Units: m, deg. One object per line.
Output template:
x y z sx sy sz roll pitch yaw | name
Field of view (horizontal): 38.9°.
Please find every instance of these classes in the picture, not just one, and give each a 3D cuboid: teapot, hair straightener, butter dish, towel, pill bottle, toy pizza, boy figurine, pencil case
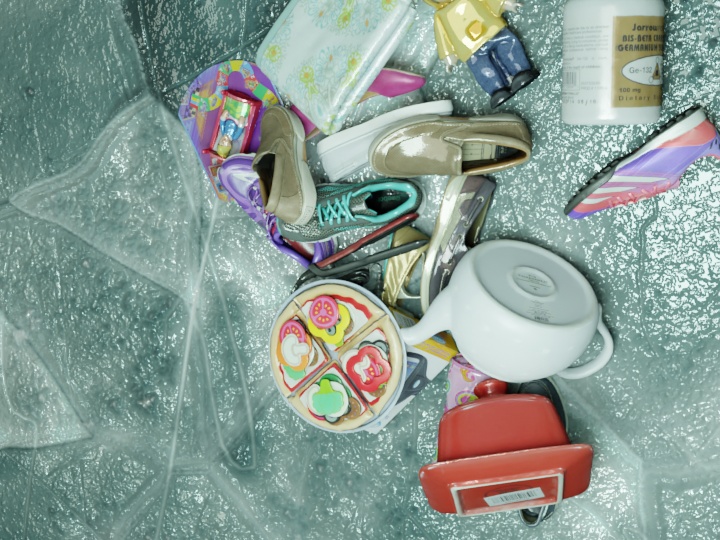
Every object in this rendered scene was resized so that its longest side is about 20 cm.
0.190 0.068 1.253 0.200 0.197 0.146 39 131 25 | teapot
0.000 0.000 1.314 0.200 0.041 0.077 -25 84 15 | hair straightener
0.168 0.201 1.227 0.199 0.200 0.148 -10 60 5 | butter dish
-0.034 -0.297 1.290 0.200 0.048 0.171 -54 53 17 | towel
0.290 -0.270 1.171 0.114 0.114 0.201 3 101 21 | pill bottle
-0.036 0.112 1.304 0.200 0.032 0.201 3 98 25 | toy pizza
0.142 -0.303 1.253 0.124 0.064 0.200 -33 91 26 | boy figurine
0.138 0.209 1.343 0.087 0.087 0.201 16 107 18 | pencil case

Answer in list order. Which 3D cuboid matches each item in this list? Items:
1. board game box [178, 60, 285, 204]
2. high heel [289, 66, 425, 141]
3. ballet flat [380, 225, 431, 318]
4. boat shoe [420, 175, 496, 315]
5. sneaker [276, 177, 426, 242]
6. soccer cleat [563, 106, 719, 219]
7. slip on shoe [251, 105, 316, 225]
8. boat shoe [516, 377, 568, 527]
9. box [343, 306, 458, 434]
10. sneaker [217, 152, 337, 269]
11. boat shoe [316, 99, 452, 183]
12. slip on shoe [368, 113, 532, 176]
-0.175 -0.190 1.412 0.158 0.039 0.200 -24 92 24 | board game box
-0.007 -0.212 1.321 0.200 0.067 0.096 3 92 26 | high heel
0.049 0.041 1.355 0.063 0.069 0.200 17 107 10 | ballet flat
0.127 -0.028 1.309 0.065 0.072 0.201 17 100 23 | boat shoe
-0.012 -0.084 1.306 0.199 0.091 0.078 -14 90 -2 | sneaker
0.335 -0.110 1.213 0.200 0.068 0.073 -36 90 21 | soccer cleat
-0.109 -0.141 1.307 0.076 0.060 0.200 -53 40 41 | slip on shoe
0.225 0.234 1.324 0.075 0.062 0.201 8 103 22 | boat shoe
0.022 0.145 1.362 0.200 0.119 0.042 -49 38 21 | box
-0.112 -0.080 1.372 0.200 0.083 0.081 42 110 -1 | sneaker
0.034 -0.163 1.315 0.200 0.072 0.069 -17 90 23 | boat shoe
0.111 -0.145 1.247 0.199 0.061 0.076 -5 130 -4 | slip on shoe
